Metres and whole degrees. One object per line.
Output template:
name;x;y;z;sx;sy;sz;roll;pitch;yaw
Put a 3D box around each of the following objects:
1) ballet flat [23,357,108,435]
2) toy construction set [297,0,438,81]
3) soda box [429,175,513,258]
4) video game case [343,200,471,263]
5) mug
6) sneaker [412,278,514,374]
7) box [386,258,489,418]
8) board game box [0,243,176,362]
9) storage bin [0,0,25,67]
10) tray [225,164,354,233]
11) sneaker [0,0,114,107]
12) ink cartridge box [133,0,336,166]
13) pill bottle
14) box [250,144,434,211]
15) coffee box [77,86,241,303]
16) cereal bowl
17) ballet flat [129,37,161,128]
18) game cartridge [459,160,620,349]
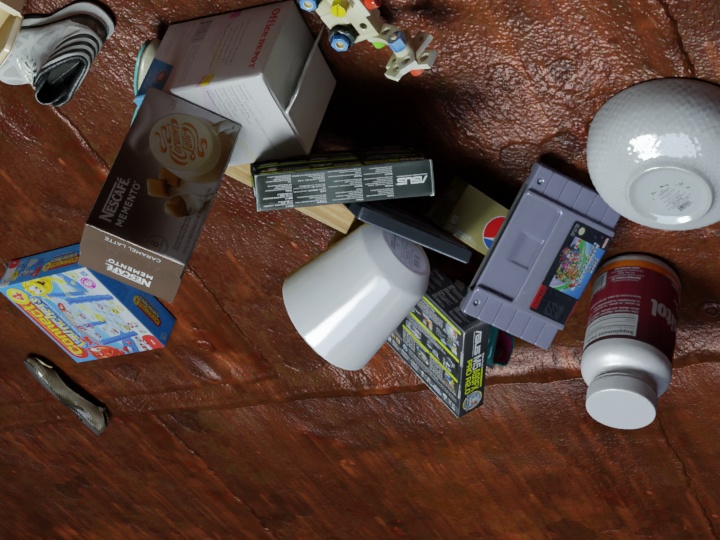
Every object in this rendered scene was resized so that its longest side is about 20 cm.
ballet flat;-0.508;0.212;2.212;0.200;0.046;0.067;50;164;-28
toy construction set;0.003;-0.290;1.330;0.130;0.093;0.201;-12;123;34
soda box;0.187;-0.035;1.569;0.198;0.065;0.068;30;-175;-17
video game case;0.043;-0.062;1.516;0.141;0.019;0.200;22;-173;-16
mug;-0.002;0.004;1.583;0.153;0.188;0.149;-41;154;26
sneaker;0.151;0.103;1.771;0.119;0.084;0.201;26;142;4
box;0.090;0.071;1.662;0.200;0.044;0.162;45;148;38
board game box;-0.421;0.051;1.956;0.194;0.056;0.200;-12;134;33
storage bin;-0.522;-0.291;1.494;0.198;0.095;0.198;28;139;-26
tray;-0.103;-0.112;1.591;0.198;0.037;0.099;25;-174;-11
sneaker;-0.388;-0.245;1.517;0.199;0.116;0.076;-15;133;36
ink cartridge box;-0.129;-0.208;1.446;0.197;0.130;0.126;-4;138;28
pill bottle;0.334;0.089;1.574;0.111;0.202;0.114;11;144;8
box;-0.026;-0.108;1.451;0.197;0.193;0.048;-5;103;-6
coffee box;-0.215;-0.084;1.364;0.113;0.202;0.080;22;144;-6
cereal bowl;0.347;-0.113;1.412;0.197;0.084;0.202;11;142;9
ballet flat;-0.243;-0.209;1.547;0.069;0.070;0.200;20;152;-4
game cartridge;0.220;-0.015;1.526;0.128;0.038;0.202;24;103;-11
